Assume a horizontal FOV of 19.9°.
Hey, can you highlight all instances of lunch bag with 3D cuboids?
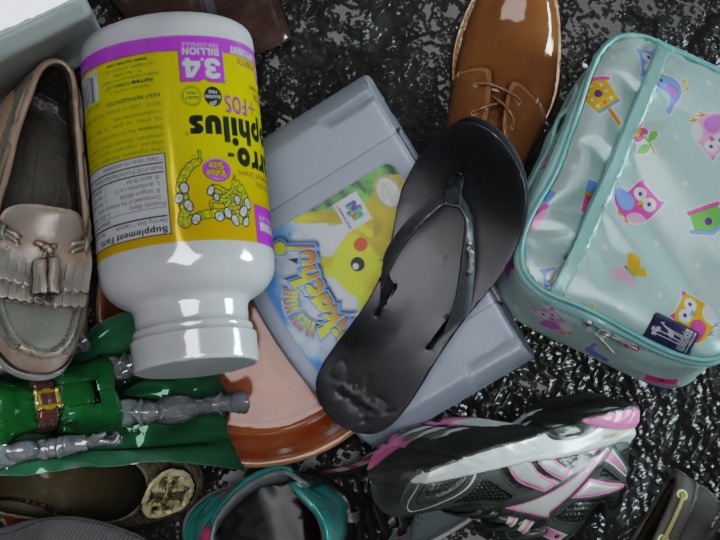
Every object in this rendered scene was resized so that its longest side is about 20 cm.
[{"bbox_3d":[0.175,-0.037,1.264,0.160,0.077,0.201,26,71,-6],"label":"lunch bag"}]

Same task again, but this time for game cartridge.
[{"bbox_3d":[0.000,0.000,1.251,0.133,0.040,0.200,-32,88,15],"label":"game cartridge"}]

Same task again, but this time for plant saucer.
[{"bbox_3d":[-0.066,0.023,1.294,0.199,0.032,0.201,0,87,-2],"label":"plant saucer"}]

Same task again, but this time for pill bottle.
[{"bbox_3d":[-0.105,-0.042,1.196,0.104,0.104,0.201,-6,80,-3],"label":"pill bottle"}]

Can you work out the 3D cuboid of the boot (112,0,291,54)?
[{"bbox_3d":[-0.079,-0.224,1.300,0.199,0.072,0.167,-26,101,-5],"label":"boot"}]

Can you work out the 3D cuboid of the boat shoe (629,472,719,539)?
[{"bbox_3d":[0.160,0.218,1.277,0.061,0.072,0.201,40,79,0],"label":"boat shoe"}]

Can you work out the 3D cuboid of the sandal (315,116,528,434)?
[{"bbox_3d":[0.039,0.008,1.205,0.076,0.043,0.201,26,98,7],"label":"sandal"}]

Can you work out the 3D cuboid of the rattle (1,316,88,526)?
[{"bbox_3d":[-0.247,0.059,1.280,0.130,0.143,0.201,-34,133,-37],"label":"rattle"}]

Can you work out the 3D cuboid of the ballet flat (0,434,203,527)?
[{"bbox_3d":[-0.185,0.127,1.230,0.199,0.046,0.068,10,108,-26],"label":"ballet flat"}]

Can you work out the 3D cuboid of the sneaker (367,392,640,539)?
[{"bbox_3d":[0.096,0.133,1.242,0.199,0.080,0.087,-7,98,-34],"label":"sneaker"}]

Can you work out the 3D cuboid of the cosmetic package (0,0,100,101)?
[{"bbox_3d":[-0.261,-0.182,1.212,0.166,0.200,0.168,-25,89,-3],"label":"cosmetic package"}]

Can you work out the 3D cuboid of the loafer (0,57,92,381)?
[{"bbox_3d":[-0.188,-0.035,1.186,0.072,0.063,0.201,10,52,-23],"label":"loafer"}]

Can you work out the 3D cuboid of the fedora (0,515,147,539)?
[{"bbox_3d":[-0.185,0.206,1.234,0.199,0.177,0.091,1,58,1],"label":"fedora"}]

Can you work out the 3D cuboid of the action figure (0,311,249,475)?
[{"bbox_3d":[-0.166,0.076,1.209,0.199,0.055,0.119,-9,73,-28],"label":"action figure"}]

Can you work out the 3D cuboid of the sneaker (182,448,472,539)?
[{"bbox_3d":[-0.011,0.148,1.244,0.199,0.121,0.084,-14,91,-3],"label":"sneaker"}]

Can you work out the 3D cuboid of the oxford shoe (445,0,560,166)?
[{"bbox_3d":[0.087,-0.102,1.288,0.071,0.071,0.201,12,86,0],"label":"oxford shoe"}]
